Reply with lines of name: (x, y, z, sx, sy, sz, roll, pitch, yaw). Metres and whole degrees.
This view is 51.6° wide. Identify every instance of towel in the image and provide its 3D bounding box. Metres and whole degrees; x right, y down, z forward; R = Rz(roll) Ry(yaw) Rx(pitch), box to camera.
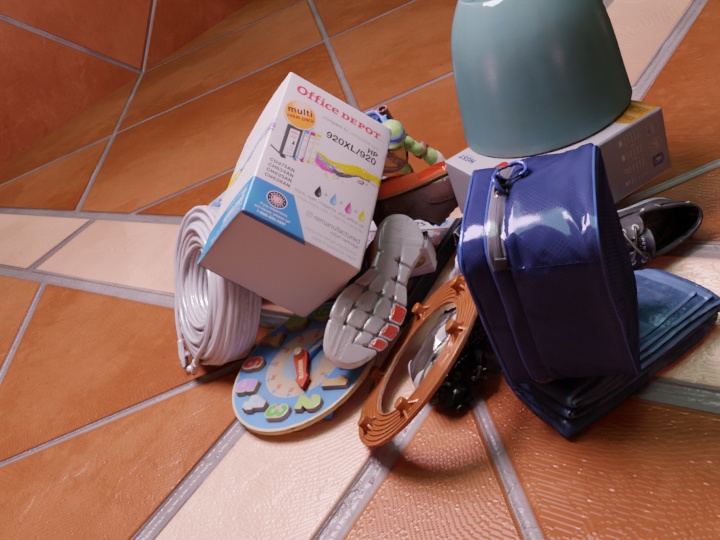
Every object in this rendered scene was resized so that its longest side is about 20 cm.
towel: (0.238, 0.067, 0.714, 0.198, 0.049, 0.111, -34, 30, -14)

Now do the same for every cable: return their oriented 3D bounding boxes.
cable: (-0.184, 0.019, 0.953, 0.068, 0.204, 0.199, -1, -18, -31)

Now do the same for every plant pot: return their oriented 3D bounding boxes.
plant pot: (0.192, -0.251, 0.840, 0.197, 0.163, 0.202, -18, 30, 10)

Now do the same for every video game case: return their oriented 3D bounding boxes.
video game case: (0.027, -0.004, 1.003, 0.178, 0.026, 0.201, 1, 39, 37)

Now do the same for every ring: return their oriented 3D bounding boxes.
ring: (0.053, 0.083, 0.744, 0.202, 0.019, 0.201, -54, 10, 14)

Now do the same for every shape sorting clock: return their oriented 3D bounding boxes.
shape sorting clock: (-0.066, 0.107, 0.874, 0.196, 0.040, 0.202, -19, 34, 13)

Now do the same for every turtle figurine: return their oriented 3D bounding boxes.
turtle figurine: (0.056, -0.116, 1.058, 0.145, 0.199, 0.194, -52, -3, -11)

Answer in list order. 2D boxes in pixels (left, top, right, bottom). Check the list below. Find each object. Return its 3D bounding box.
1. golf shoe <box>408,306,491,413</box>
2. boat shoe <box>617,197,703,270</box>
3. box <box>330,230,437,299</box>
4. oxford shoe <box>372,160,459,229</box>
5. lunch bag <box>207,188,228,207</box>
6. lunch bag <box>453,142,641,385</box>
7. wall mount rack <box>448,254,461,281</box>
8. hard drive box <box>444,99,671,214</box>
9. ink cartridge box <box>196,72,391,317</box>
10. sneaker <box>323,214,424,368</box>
golf shoe: (0.121, 0.049, 0.779, 0.200, 0.078, 0.094, -44, 22, -10)
boat shoe: (0.286, -0.030, 0.782, 0.197, 0.072, 0.066, -18, 9, -28)
box: (0.000, 0.000, 0.953, 0.196, 0.042, 0.039, -15, 32, 16)
oxford shoe: (0.102, -0.097, 0.935, 0.196, 0.074, 0.071, -16, 10, -11)
lunch bag: (-0.125, -0.053, 1.034, 0.198, 0.162, 0.083, -23, 21, 40)
lunch bag: (0.154, -0.003, 0.636, 0.130, 0.202, 0.137, -11, 36, 27)
wall mount rack: (0.197, -0.039, 0.886, 0.196, 0.076, 0.174, -2, 34, 32)
hard drive box: (0.222, -0.121, 0.853, 0.198, 0.078, 0.156, -32, 31, -11)
ink cartridge box: (-0.071, -0.085, 0.856, 0.144, 0.145, 0.203, -39, 31, 51)
sneaker: (0.013, 0.032, 0.852, 0.202, 0.076, 0.082, -59, 6, -30)
